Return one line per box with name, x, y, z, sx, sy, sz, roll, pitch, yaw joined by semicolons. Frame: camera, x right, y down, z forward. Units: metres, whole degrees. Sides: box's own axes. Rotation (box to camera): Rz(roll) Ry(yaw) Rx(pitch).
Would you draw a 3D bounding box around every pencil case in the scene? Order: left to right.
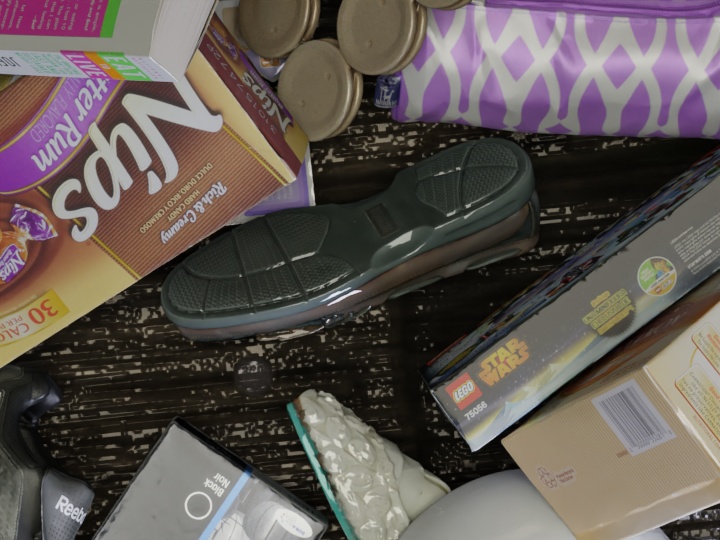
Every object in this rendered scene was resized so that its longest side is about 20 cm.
pencil case;0.106;-0.113;1.168;0.199;0.084;0.086;3;131;-2

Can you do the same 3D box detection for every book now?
book;-0.145;-0.155;1.080;0.199;0.048;0.134;7;70;36

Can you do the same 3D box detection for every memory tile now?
memory tile;0.007;-0.174;1.127;0.200;0.017;0.154;-43;61;32

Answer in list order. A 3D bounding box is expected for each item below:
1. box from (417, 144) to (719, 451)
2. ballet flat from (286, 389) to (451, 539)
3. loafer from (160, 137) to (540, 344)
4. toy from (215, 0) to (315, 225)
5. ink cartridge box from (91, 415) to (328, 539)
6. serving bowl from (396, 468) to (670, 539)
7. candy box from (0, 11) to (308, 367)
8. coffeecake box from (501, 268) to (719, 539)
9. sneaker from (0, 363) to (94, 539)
box;0.120;0.009;1.145;0.200;0.137;0.040;-37;91;-1
ballet flat;0.025;0.143;1.184;0.071;0.072;0.201;-22;99;0
loafer;0.000;0.000;1.180;0.199;0.072;0.063;-21;133;1
toy;-0.127;-0.075;1.185;0.199;0.047;0.116;-6;89;-1
ink cartridge box;-0.111;0.184;1.194;0.099;0.039;0.201;33;91;-2
serving bowl;0.096;0.200;1.146;0.199;0.066;0.202;0;89;-25
candy box;-0.138;-0.048;1.131;0.199;0.057;0.117;-30;108;19
coffeecake box;0.184;0.034;1.102;0.200;0.153;0.073;-38;89;-27
sneaker;-0.176;0.136;1.158;0.090;0.066;0.201;-9;75;6
